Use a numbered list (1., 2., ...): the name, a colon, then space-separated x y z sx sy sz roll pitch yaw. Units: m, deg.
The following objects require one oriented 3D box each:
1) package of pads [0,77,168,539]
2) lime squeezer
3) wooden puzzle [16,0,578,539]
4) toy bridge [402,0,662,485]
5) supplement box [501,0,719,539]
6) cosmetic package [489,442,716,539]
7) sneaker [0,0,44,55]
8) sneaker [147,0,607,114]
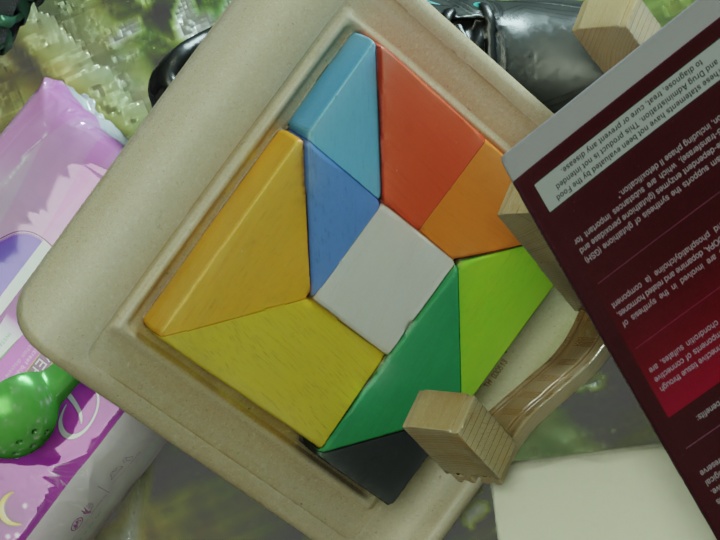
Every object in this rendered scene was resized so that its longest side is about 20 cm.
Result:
1. package of pads: -0.129 0.038 1.039 0.120 0.076 0.200 37 87 14
2. lime squeezer: -0.153 0.037 0.985 0.200 0.038 0.071 -8 80 7
3. wooden puzzle: 0.000 0.000 0.988 0.200 0.037 0.185 38 87 -30
4. toy bridge: 0.077 -0.008 0.975 0.027 0.067 0.200 -1 54 40
5. supplement box: 0.144 0.016 0.882 0.109 0.061 0.200 -38 72 33
6. cosmetic package: 0.153 0.098 0.969 0.200 0.104 0.073 -7 77 7
7. sneaker: -0.162 -0.091 1.079 0.200 0.074 0.088 -33 90 11
8. sneaker: 0.014 -0.071 1.035 0.200 0.079 0.076 -7 77 6
